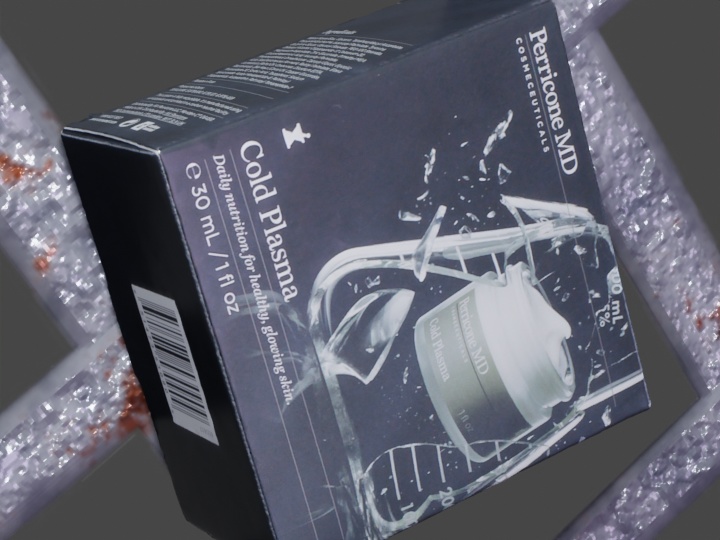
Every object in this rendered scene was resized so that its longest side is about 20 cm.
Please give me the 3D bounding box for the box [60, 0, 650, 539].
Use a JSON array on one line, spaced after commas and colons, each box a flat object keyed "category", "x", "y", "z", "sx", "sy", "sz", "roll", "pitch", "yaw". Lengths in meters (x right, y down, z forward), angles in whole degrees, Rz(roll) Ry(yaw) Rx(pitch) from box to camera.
[{"category": "box", "x": 0.000, "y": 0.000, "z": 0.878, "sx": 0.196, "sy": 0.124, "sz": 0.201, "roll": -24, "pitch": 108, "yaw": -24}]
